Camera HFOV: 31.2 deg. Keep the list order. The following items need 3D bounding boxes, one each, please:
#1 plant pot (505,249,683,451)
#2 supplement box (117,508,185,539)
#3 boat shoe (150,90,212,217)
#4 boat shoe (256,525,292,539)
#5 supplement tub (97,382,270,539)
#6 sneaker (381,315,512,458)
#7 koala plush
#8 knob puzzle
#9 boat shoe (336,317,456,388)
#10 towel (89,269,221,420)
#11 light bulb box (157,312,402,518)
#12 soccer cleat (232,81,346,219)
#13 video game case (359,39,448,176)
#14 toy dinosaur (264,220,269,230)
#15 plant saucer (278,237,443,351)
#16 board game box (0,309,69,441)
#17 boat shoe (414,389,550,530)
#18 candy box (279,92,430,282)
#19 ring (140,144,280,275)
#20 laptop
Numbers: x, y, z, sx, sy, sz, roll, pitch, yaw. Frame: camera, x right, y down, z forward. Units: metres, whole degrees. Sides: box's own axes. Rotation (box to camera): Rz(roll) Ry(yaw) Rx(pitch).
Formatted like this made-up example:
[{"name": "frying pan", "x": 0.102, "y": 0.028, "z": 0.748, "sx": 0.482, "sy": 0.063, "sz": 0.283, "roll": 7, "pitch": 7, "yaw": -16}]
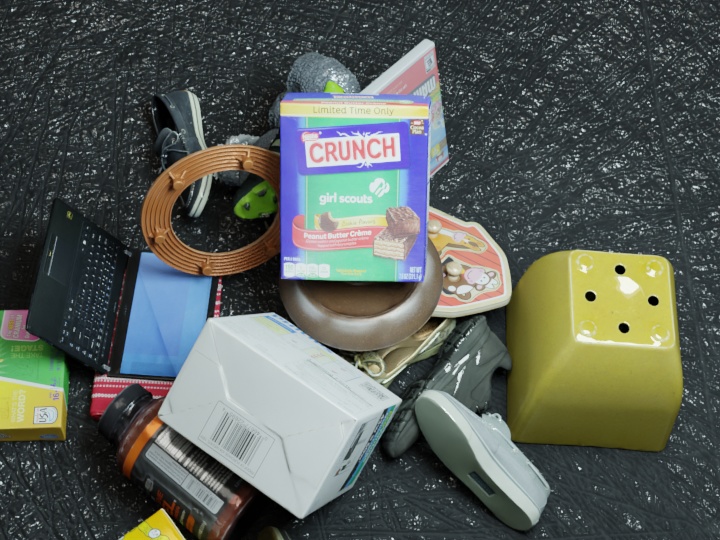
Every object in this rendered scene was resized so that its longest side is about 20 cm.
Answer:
[{"name": "plant pot", "x": 0.279, "y": 0.077, "z": 1.498, "sx": 0.192, "sy": 0.201, "sz": 0.197, "roll": 4, "pitch": 61, "yaw": -1}, {"name": "supplement box", "x": -0.256, "y": 0.364, "z": 1.351, "sx": 0.199, "sy": 0.109, "sz": 0.110, "roll": -33, "pitch": 68, "yaw": -21}, {"name": "boat shoe", "x": -0.232, "y": -0.151, "z": 1.650, "sx": 0.061, "sy": 0.075, "sz": 0.202, "roll": 6, "pitch": 52, "yaw": -28}, {"name": "boat shoe", "x": -0.059, "y": 0.368, "z": 1.393, "sx": 0.065, "sy": 0.072, "sz": 0.202, "roll": 5, "pitch": 43, "yaw": -35}, {"name": "supplement tub", "x": -0.198, "y": 0.213, "z": 1.438, "sx": 0.199, "sy": 0.107, "sz": 0.107, "roll": 37, "pitch": 65, "yaw": 14}, {"name": "sneaker", "x": 0.106, "y": 0.150, "z": 1.518, "sx": 0.091, "sy": 0.076, "sz": 0.200, "roll": 44, "pitch": 78, "yaw": -10}, {"name": "koala plush", "x": -0.079, "y": -0.154, "z": 1.626, "sx": 0.177, "sy": 0.184, "sz": 0.200, "roll": 41, "pitch": 78, "yaw": 19}, {"name": "knob puzzle", "x": 0.098, "y": -0.013, "z": 1.581, "sx": 0.216, "sy": 0.031, "sz": 0.221, "roll": 4, "pitch": 40, "yaw": -4}, {"name": "boat shoe", "x": 0.030, "y": 0.094, "z": 1.547, "sx": 0.199, "sy": 0.063, "sz": 0.073, "roll": -33, "pitch": 68, "yaw": -20}, {"name": "towel", "x": -0.243, "y": 0.091, "z": 1.552, "sx": 0.142, "sy": 0.023, "sz": 0.203, "roll": 3, "pitch": 59, "yaw": -1}, {"name": "light bulb box", "x": -0.082, "y": 0.150, "z": 1.414, "sx": 0.197, "sy": 0.200, "sz": 0.126, "roll": 33, "pitch": 98, "yaw": 13}, {"name": "soccer cleat", "x": -0.080, "y": -0.139, "z": 1.536, "sx": 0.200, "sy": 0.067, "sz": 0.082, "roll": -41, "pitch": 50, "yaw": 20}, {"name": "video game case", "x": 0.051, "y": -0.172, "z": 1.618, "sx": 0.017, "sy": 0.201, "sz": 0.143, "roll": 32, "pitch": 62, "yaw": 32}, {"name": "toy dinosaur", "x": -0.033, "y": 0.006, "z": 1.607, "sx": 0.197, "sy": 0.059, "sz": 0.102, "roll": 12, "pitch": 45, "yaw": -2}, {"name": "plant saucer", "x": 0.000, "y": 0.000, "z": 1.527, "sx": 0.197, "sy": 0.032, "sz": 0.203, "roll": -2, "pitch": 58, "yaw": 2}, {"name": "board game box", "x": -0.442, "y": 0.123, "z": 1.507, "sx": 0.197, "sy": 0.040, "sz": 0.155, "roll": -2, "pitch": 61, "yaw": -5}, {"name": "boat shoe", "x": 0.142, "y": 0.203, "z": 1.472, "sx": 0.201, "sy": 0.070, "sz": 0.072, "roll": 49, "pitch": 53, "yaw": -9}, {"name": "candy box", "x": -0.005, "y": -0.094, "z": 1.450, "sx": 0.166, "sy": 0.077, "sz": 0.203, "roll": 1, "pitch": 105, "yaw": 2}, {"name": "ring", "x": -0.158, "y": -0.063, "z": 1.507, "sx": 0.197, "sy": 0.202, "sz": 0.019, "roll": -11, "pitch": 45, "yaw": -10}, {"name": "laptop", "x": -0.274, "y": 0.024, "z": 1.518, "sx": 0.102, "sy": 0.200, "sz": 0.179, "roll": -18, "pitch": 52, "yaw": 31}]
